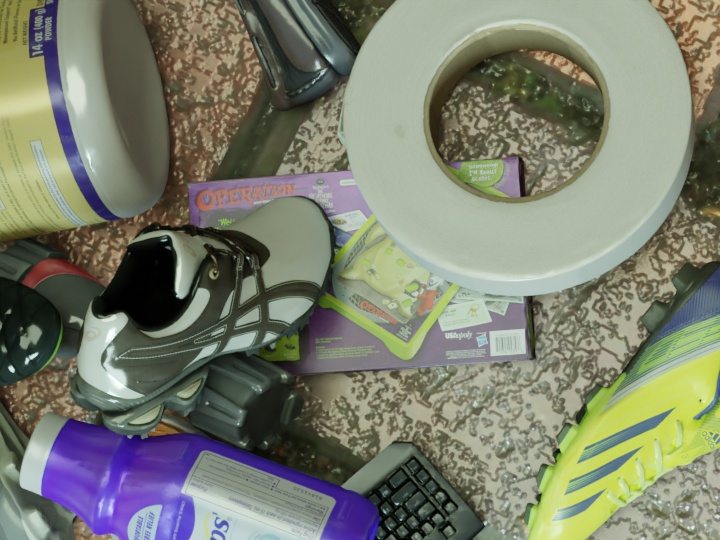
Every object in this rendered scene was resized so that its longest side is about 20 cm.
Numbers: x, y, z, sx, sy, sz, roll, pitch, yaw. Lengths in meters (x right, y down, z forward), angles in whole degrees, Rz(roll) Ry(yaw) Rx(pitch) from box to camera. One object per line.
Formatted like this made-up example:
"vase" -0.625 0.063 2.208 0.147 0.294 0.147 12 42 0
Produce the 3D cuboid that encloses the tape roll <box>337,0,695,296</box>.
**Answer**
"tape roll" 0.090 -0.085 1.525 0.202 0.037 0.203 -3 75 10

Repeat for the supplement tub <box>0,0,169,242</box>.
"supplement tub" -0.225 -0.086 1.557 0.200 0.145 0.146 -11 85 11

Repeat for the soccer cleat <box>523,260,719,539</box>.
"soccer cleat" 0.167 0.089 1.508 0.084 0.065 0.200 35 95 9

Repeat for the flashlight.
"flashlight" -0.134 0.045 1.547 0.200 0.068 0.068 25 64 30

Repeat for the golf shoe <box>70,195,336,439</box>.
"golf shoe" -0.081 0.005 1.480 0.078 0.095 0.200 24 48 25

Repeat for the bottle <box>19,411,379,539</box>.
"bottle" -0.092 0.134 1.501 0.200 0.065 0.084 20 130 7

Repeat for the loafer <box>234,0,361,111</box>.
"loafer" -0.078 -0.184 1.571 0.063 0.072 0.200 -38 84 12

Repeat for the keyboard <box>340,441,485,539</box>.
"keyboard" -0.009 0.206 1.543 0.200 0.021 0.127 -42 97 -2

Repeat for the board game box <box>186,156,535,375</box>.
"board game box" 0.000 0.000 1.566 0.200 0.032 0.120 -4 90 12

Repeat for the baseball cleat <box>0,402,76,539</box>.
"baseball cleat" -0.246 0.114 1.601 0.106 0.070 0.200 -37 71 14

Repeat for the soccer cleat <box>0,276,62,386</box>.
"soccer cleat" -0.265 0.027 1.535 0.200 0.081 0.068 7 81 28

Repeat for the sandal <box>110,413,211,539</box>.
"sandal" -0.095 0.177 1.562 0.079 0.059 0.207 -28 82 9
